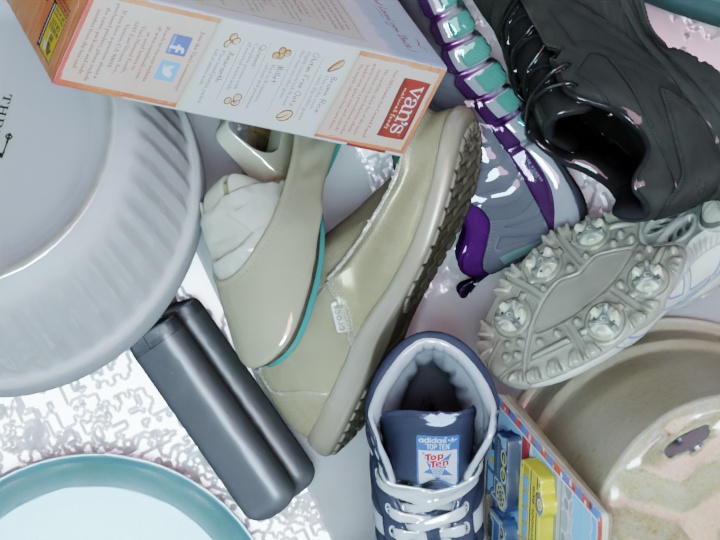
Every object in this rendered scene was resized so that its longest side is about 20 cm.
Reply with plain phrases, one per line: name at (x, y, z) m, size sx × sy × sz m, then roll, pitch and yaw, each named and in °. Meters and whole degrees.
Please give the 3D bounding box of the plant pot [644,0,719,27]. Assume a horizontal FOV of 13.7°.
plant pot at (0.238, -0.185, 1.523) m, size 0.199 × 0.141 × 0.142 m, roll 4°, pitch 89°, yaw 1°

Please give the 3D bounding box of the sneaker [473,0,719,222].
sneaker at (0.106, -0.104, 1.474) m, size 0.091 × 0.076 × 0.200 m, roll -25°, pitch 61°, yaw -37°

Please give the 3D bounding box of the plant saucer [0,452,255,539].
plant saucer at (-0.138, 0.194, 1.547) m, size 0.199 × 0.027 × 0.201 m, roll 0°, pitch 90°, yaw -3°

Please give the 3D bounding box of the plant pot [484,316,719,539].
plant pot at (0.171, 0.124, 1.491) m, size 0.199 × 0.183 × 0.202 m, roll 0°, pitch 89°, yaw -4°

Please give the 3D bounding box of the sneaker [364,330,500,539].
sneaker at (0.037, 0.126, 1.446) m, size 0.070 × 0.109 × 0.201 m, roll -4°, pitch 78°, yaw -2°

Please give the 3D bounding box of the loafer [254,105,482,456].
loafer at (0.000, 0.000, 1.512) m, size 0.068 × 0.076 × 0.201 m, roll 27°, pitch 111°, yaw 8°

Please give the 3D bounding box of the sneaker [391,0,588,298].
sneaker at (0.034, -0.086, 1.540) m, size 0.087 × 0.074 × 0.201 m, roll -32°, pitch 92°, yaw 2°

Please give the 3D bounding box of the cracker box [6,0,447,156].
cracker box at (-0.073, -0.128, 1.445) m, size 0.199 × 0.134 × 0.058 m, roll 10°, pitch 120°, yaw -32°

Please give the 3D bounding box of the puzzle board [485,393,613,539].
puzzle board at (0.088, 0.181, 1.473) m, size 0.017 × 0.151 × 0.201 m, roll -5°, pitch 111°, yaw -15°

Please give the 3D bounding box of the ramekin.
ramekin at (-0.183, -0.047, 1.471) m, size 0.199 × 0.105 × 0.201 m, roll -3°, pitch 71°, yaw 10°

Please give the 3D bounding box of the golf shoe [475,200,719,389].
golf shoe at (0.151, 0.004, 1.534) m, size 0.200 × 0.097 × 0.078 m, roll -38°, pitch 56°, yaw -7°

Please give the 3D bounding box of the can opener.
can opener at (-0.106, 0.046, 1.547) m, size 0.067 × 0.053 × 0.200 m, roll -33°, pitch 93°, yaw 29°

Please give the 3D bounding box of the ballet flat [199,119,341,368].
ballet flat at (-0.049, -0.041, 1.495) m, size 0.069 × 0.070 × 0.201 m, roll 15°, pitch 49°, yaw -4°
